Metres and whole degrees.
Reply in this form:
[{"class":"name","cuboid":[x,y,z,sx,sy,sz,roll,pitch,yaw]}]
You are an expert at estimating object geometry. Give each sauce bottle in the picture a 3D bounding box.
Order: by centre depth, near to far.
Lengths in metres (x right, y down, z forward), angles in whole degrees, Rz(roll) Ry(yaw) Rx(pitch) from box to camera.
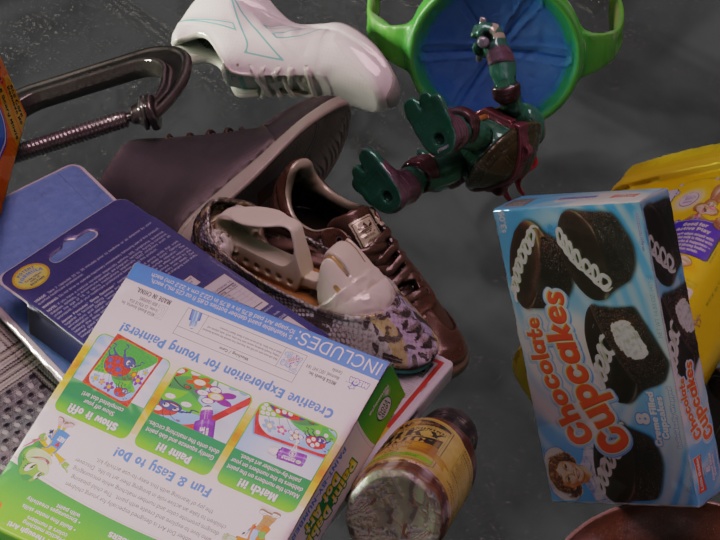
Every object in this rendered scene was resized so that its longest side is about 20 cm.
[{"class":"sauce bottle","cuboid":[0.038,0.129,1.542,0.064,0.065,0.200,12,12,8]}]

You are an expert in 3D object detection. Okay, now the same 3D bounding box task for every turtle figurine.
[{"class":"turtle figurine","cuboid":[0.080,-0.102,1.772,0.100,0.151,0.200,33,28,19]}]

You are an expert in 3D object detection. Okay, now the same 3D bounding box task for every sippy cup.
[{"class":"sippy cup","cuboid":[0.104,-0.196,1.900,0.177,0.140,0.131,33,28,-18]}]

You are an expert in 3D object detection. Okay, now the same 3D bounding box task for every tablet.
[{"class":"tablet","cuboid":[-0.192,0.007,1.689,0.130,0.014,0.200,-28,52,-28]}]

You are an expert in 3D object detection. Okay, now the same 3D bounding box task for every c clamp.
[{"class":"c clamp","cuboid":[-0.214,-0.106,1.806,0.199,0.027,0.171,-20,27,3]}]

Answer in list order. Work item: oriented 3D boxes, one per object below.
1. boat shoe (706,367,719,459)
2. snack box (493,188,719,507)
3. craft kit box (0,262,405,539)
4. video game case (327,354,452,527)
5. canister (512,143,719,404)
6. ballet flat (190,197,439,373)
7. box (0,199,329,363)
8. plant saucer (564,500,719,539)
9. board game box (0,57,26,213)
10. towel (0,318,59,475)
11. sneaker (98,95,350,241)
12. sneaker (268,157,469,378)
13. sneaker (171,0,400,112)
[{"class":"boat shoe","cuboid":[0.296,0.140,1.609,0.068,0.072,0.201,-14,54,-27]},{"class":"snack box","cuboid":[0.158,0.050,1.568,0.116,0.202,0.037,-2,16,41]},{"class":"craft kit box","cuboid":[-0.104,0.113,1.508,0.199,0.049,0.198,21,65,27]},{"class":"video game case","cuboid":[-0.047,0.094,1.614,0.142,0.018,0.200,23,42,21]},{"class":"canister","cuboid":[0.204,0.011,1.683,0.148,0.087,0.200,-12,31,43]},{"class":"ballet flat","cuboid":[-0.034,0.003,1.658,0.199,0.072,0.072,26,47,24]},{"class":"box","cuboid":[-0.132,0.034,1.632,0.199,0.033,0.121,34,52,28]},{"class":"plant saucer","cuboid":[0.206,0.227,1.529,0.198,0.035,0.201,3,43,-3]},{"class":"board game box","cuboid":[-0.366,-0.103,1.666,0.198,0.201,0.201,-8,41,13]},{"class":"towel","cuboid":[-0.189,0.092,1.635,0.192,0.035,0.200,35,51,28]},{"class":"sneaker","cuboid":[-0.100,-0.085,1.797,0.106,0.075,0.200,31,51,25]},{"class":"sneaker","cuboid":[0.000,0.000,1.716,0.070,0.076,0.200,-29,53,-30]},{"class":"sneaker","cuboid":[-0.059,-0.157,1.890,0.199,0.071,0.080,25,56,28]}]
